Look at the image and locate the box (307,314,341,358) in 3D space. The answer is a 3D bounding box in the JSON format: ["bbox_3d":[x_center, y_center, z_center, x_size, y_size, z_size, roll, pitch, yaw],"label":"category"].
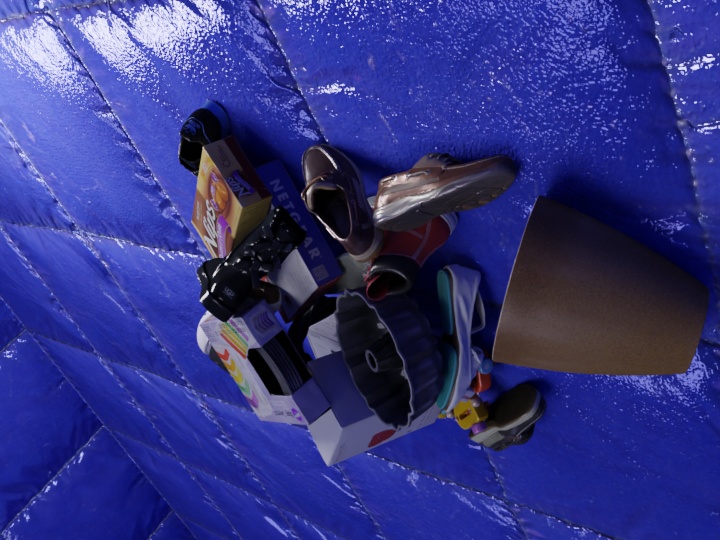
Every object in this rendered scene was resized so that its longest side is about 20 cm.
[{"bbox_3d":[-0.016,0.161,1.557,0.115,0.060,0.202,19,143,35],"label":"box"}]

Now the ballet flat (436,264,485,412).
[{"bbox_3d":[0.137,0.092,1.201,0.069,0.069,0.204,11,106,42],"label":"ballet flat"}]

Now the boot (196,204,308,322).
[{"bbox_3d":[-0.153,-0.021,1.256,0.073,0.163,0.198,41,-175,-16],"label":"boot"}]

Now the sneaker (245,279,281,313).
[{"bbox_3d":[-0.174,0.058,1.397,0.200,0.072,0.086,-154,69,-64],"label":"sneaker"}]

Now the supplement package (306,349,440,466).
[{"bbox_3d":[0.019,0.188,1.361,0.121,0.197,0.122,58,150,29],"label":"supplement package"}]

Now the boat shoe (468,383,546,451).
[{"bbox_3d":[0.231,0.226,1.342,0.065,0.072,0.201,32,151,-6],"label":"boat shoe"}]

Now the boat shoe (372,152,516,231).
[{"bbox_3d":[0.091,-0.105,1.057,0.198,0.073,0.075,-16,160,36],"label":"boat shoe"}]

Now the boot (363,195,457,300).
[{"bbox_3d":[0.020,-0.025,1.181,0.199,0.145,0.073,0,138,53],"label":"boot"}]

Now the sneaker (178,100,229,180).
[{"bbox_3d":[-0.242,-0.168,1.380,0.070,0.078,0.201,31,149,18],"label":"sneaker"}]

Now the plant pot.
[{"bbox_3d":[0.260,0.037,0.962,0.197,0.188,0.188,17,145,14],"label":"plant pot"}]

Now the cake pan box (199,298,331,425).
[{"bbox_3d":[-0.140,0.136,1.307,0.186,0.052,0.199,58,153,-12],"label":"cake pan box"}]

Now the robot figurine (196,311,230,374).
[{"bbox_3d":[-0.219,0.143,1.722,0.199,0.125,0.151,36,127,11],"label":"robot figurine"}]

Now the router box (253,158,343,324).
[{"bbox_3d":[-0.120,-0.040,1.368,0.202,0.048,0.180,60,152,9],"label":"router box"}]

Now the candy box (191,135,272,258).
[{"bbox_3d":[-0.198,-0.092,1.349,0.117,0.056,0.201,56,150,17],"label":"candy box"}]

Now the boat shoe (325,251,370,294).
[{"bbox_3d":[0.000,0.000,1.320,0.199,0.062,0.076,-6,107,59],"label":"boat shoe"}]

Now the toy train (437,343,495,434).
[{"bbox_3d":[0.154,0.164,1.369,0.199,0.055,0.153,3,107,63],"label":"toy train"}]

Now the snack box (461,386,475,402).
[{"bbox_3d":[0.085,0.112,1.313,0.200,0.024,0.072,48,-170,29],"label":"snack box"}]

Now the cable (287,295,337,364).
[{"bbox_3d":[-0.034,0.113,1.386,0.202,0.161,0.051,73,177,-46],"label":"cable"}]

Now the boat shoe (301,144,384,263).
[{"bbox_3d":[-0.037,-0.098,1.151,0.072,0.072,0.202,26,-149,-48],"label":"boat shoe"}]

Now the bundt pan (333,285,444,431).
[{"bbox_3d":[0.045,0.108,1.213,0.202,0.075,0.204,48,150,40],"label":"bundt pan"}]
